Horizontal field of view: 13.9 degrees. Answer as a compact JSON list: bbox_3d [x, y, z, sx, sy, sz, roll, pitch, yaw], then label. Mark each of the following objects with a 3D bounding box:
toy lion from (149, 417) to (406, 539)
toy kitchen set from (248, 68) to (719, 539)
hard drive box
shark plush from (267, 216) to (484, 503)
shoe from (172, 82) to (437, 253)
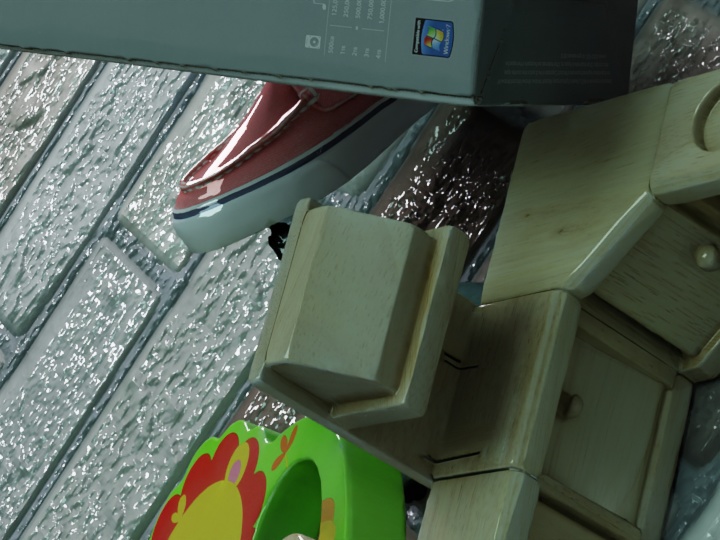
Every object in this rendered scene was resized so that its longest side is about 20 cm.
[{"bbox_3d":[-0.045,0.130,1.158,0.200,0.069,0.192,-53,24,34],"label":"toy lion"},{"bbox_3d":[0.087,0.019,0.989,0.180,0.163,0.201,-14,53,48],"label":"toy kitchen set"},{"bbox_3d":[-0.016,-0.107,1.088,0.199,0.156,0.077,8,96,24],"label":"hard drive box"},{"bbox_3d":[0.000,0.000,1.199,0.091,0.083,0.200,-47,34,18],"label":"shark plush"},{"bbox_3d":[-0.012,-0.096,1.217,0.200,0.091,0.071,-37,17,-16],"label":"shoe"}]
